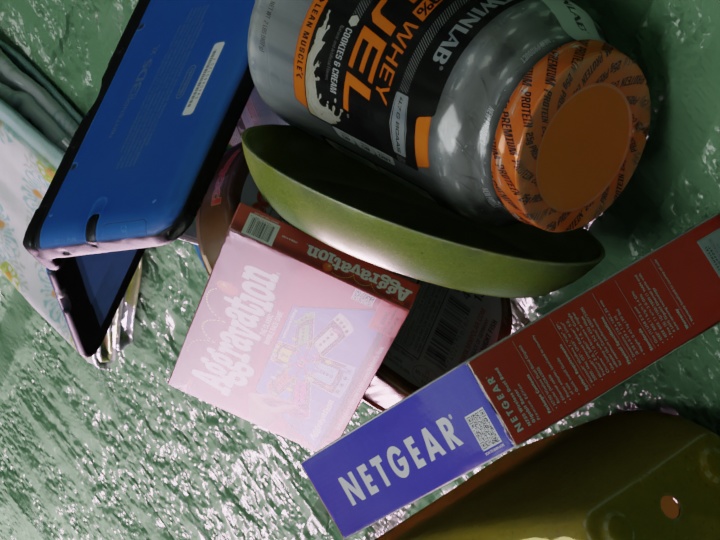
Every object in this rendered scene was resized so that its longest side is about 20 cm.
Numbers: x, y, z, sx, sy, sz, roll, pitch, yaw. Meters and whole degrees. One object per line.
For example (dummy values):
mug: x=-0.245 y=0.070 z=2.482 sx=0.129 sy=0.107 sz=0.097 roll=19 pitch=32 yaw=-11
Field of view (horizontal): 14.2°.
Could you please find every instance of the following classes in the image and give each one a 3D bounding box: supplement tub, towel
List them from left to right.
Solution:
towel: x=-0.221 y=-0.047 z=1.981 sx=0.200 sy=0.048 sz=0.172 roll=45 pitch=145 yaw=25
supplement tub: x=0.046 y=-0.100 z=1.481 sx=0.200 sy=0.122 sz=0.123 roll=29 pitch=136 yaw=40

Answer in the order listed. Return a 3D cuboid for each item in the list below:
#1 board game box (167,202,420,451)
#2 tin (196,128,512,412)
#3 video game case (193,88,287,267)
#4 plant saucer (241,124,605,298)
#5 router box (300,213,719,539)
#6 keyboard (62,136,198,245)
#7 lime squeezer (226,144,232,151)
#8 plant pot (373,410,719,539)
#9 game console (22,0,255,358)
board game box: x=-0.039 y=0.036 z=1.545 sx=0.103 sy=0.020 sz=0.200 roll=25 pitch=151 yaw=0
tin: x=0.000 y=0.000 z=1.593 sx=0.200 sy=0.112 sz=0.042 roll=35 pitch=149 yaw=-21
video game case: x=-0.072 y=-0.071 z=1.759 sx=0.200 sy=0.018 sz=0.144 roll=-3 pitch=111 yaw=61
plant saucer: x=0.029 y=-0.027 z=1.500 sx=0.200 sy=0.199 sz=0.031 roll=30 pitch=108 yaw=40
router box: x=0.086 y=0.057 z=1.493 sx=0.049 sy=0.179 sz=0.200 roll=59 pitch=149 yaw=3
keyboard: x=-0.136 y=-0.049 z=1.798 sx=0.200 sy=0.056 sz=0.011 roll=41 pitch=117 yaw=63
lime squeezer: x=-0.078 y=-0.055 z=1.738 sx=0.200 sy=0.038 sz=0.071 roll=35 pitch=173 yaw=42
plant pot: x=0.126 y=0.185 z=1.538 sx=0.195 sy=0.195 sz=0.200 roll=59 pitch=142 yaw=3
game console: x=-0.095 y=-0.064 z=1.608 sx=0.170 sy=0.201 sz=0.118 roll=-6 pitch=142 yaw=42
